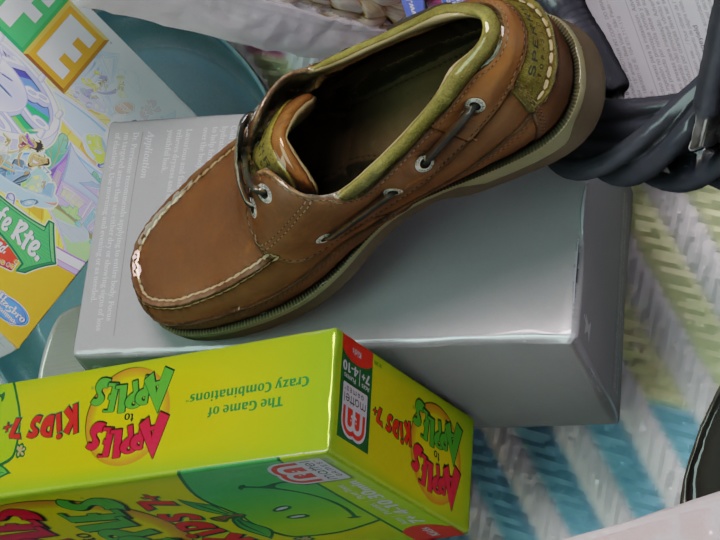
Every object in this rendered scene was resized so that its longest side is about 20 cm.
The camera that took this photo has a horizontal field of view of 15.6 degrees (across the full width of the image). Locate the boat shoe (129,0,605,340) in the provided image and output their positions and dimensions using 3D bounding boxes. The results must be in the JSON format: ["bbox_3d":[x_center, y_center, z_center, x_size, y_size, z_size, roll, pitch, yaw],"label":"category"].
[{"bbox_3d":[-0.015,-0.041,0.909,0.200,0.068,0.072,-32,61,27],"label":"boat shoe"}]

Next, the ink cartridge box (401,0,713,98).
[{"bbox_3d":[0.106,-0.107,0.974,0.199,0.042,0.120,-6,118,36],"label":"ink cartridge box"}]

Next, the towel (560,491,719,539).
[{"bbox_3d":[0.147,0.161,0.868,0.190,0.032,0.201,-19,53,28],"label":"towel"}]

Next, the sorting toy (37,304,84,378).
[{"bbox_3d":[-0.067,0.093,1.085,0.199,0.107,0.181,-11,81,29],"label":"sorting toy"}]

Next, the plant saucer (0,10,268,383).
[{"bbox_3d":[-0.097,-0.017,1.169,0.200,0.027,0.201,-1,88,38],"label":"plant saucer"}]

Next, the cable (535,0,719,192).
[{"bbox_3d":[0.100,-0.127,0.890,0.163,0.051,0.201,21,115,50],"label":"cable"}]

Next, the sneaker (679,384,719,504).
[{"bbox_3d":[0.156,0.027,0.922,0.075,0.106,0.200,44,114,30],"label":"sneaker"}]

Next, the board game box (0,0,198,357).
[{"bbox_3d":[-0.175,-0.080,1.040,0.200,0.135,0.034,45,149,-15],"label":"board game box"}]

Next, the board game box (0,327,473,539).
[{"bbox_3d":[-0.069,0.074,0.986,0.199,0.102,0.048,-10,64,30],"label":"board game box"}]

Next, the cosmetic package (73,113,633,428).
[{"bbox_3d":[0.000,0.000,1.003,0.199,0.090,0.107,1,64,16],"label":"cosmetic package"}]

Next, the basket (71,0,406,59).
[{"bbox_3d":[-0.065,-0.206,1.039,0.198,0.200,0.161,47,114,30],"label":"basket"}]
